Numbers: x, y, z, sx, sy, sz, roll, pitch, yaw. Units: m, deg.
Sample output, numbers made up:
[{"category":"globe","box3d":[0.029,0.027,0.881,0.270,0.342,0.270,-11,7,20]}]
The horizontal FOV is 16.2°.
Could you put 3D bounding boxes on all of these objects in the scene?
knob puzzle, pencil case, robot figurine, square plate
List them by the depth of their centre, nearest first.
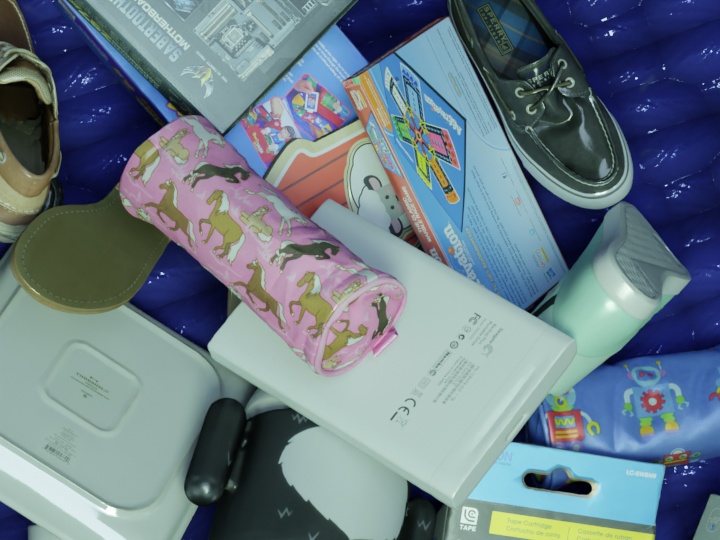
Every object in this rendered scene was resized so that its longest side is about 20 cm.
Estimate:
[{"category":"pencil case","box3d":[-0.063,-0.015,1.604,0.200,0.083,0.086,40,41,27]},{"category":"robot figurine","box3d":[-0.031,0.156,1.646,0.125,0.150,0.200,-1,53,21]},{"category":"square plate","box3d":[-0.177,0.084,1.647,0.200,0.028,0.198,33,44,-3]},{"category":"knob puzzle","box3d":[0.000,0.000,1.711,0.219,0.030,0.220,-2,97,-18]},{"category":"pencil case","box3d":[0.203,0.093,1.733,0.200,0.078,0.087,-10,68,-9]}]

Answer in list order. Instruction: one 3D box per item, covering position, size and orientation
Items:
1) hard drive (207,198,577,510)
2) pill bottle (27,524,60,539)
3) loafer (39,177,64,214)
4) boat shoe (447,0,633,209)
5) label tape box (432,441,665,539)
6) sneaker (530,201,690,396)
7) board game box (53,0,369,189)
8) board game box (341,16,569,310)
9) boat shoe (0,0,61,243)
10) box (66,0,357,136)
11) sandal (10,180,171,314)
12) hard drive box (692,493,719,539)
[{"category":"hard drive","box3d":[0.019,0.051,1.618,0.200,0.027,0.132,30,70,25]},{"category":"pill bottle","box3d":[-0.170,0.263,1.642,0.111,0.111,0.201,-3,85,-9]},{"category":"loafer","box3d":[-0.291,-0.077,1.678,0.200,0.072,0.073,20,81,-7]},{"category":"boat shoe","box3d":[0.119,-0.133,1.719,0.070,0.066,0.200,-27,70,0]},{"category":"label tape box","box3d":[0.115,0.215,1.703,0.144,0.063,0.200,10,90,-8]},{"category":"sneaker","box3d":[0.151,0.022,1.700,0.118,0.200,0.074,-42,87,19]},{"category":"board game box","box3d":[-0.093,-0.152,1.729,0.134,0.045,0.200,-41,91,-10]},{"category":"board game box","box3d":[0.067,-0.061,1.711,0.103,0.019,0.200,-37,106,-41]},{"category":"boat shoe","box3d":[-0.227,-0.112,1.656,0.076,0.072,0.200,16,46,-34]},{"category":"box","box3d":[-0.111,-0.209,1.683,0.200,0.051,0.158,44,79,-3]},{"category":"sandal","box3d":[-0.178,-0.007,1.657,0.078,0.212,0.070,49,123,-2]},{"category":"hard drive box","box3d":[0.272,0.273,1.696,0.156,0.077,0.200,30,79,-31]}]
